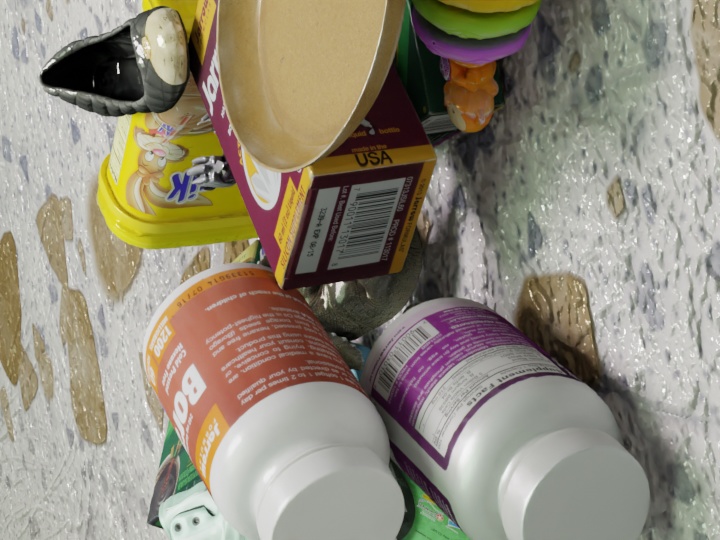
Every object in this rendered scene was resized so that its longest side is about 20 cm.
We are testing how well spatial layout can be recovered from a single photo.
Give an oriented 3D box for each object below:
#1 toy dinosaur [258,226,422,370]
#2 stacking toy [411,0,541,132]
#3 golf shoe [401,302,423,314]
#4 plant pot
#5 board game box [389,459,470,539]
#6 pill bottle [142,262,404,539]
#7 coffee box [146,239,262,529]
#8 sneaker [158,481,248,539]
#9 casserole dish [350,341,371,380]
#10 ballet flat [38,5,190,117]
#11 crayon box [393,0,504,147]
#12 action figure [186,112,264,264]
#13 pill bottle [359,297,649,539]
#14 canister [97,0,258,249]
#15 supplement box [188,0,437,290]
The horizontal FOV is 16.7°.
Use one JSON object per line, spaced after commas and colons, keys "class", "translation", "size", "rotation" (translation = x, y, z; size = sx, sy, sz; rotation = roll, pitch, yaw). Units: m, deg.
{"class": "toy dinosaur", "translation": [0.000, 0.000, 1.621], "size": [0.200, 0.077, 0.102], "rotation": [-47, 73, 20]}
{"class": "stacking toy", "translation": [0.067, -0.162, 1.407], "size": [0.116, 0.109, 0.201], "rotation": [-122, 28, -43]}
{"class": "golf shoe", "translation": [0.043, 0.116, 1.624], "size": [0.097, 0.078, 0.201], "rotation": [-100, 16, -63]}
{"class": "plant pot", "translation": [-0.025, -0.155, 1.395], "size": [0.200, 0.027, 0.202], "rotation": [-14, 74, 57]}
{"class": "board game box", "translation": [0.022, 0.161, 1.572], "size": [0.199, 0.023, 0.105], "rotation": [31, 123, 19]}
{"class": "pill bottle", "translation": [-0.050, 0.092, 1.470], "size": [0.200, 0.111, 0.113], "rotation": [-125, 35, -49]}
{"class": "coffee box", "translation": [-0.103, 0.089, 1.837], "size": [0.123, 0.044, 0.201], "rotation": [-39, 35, 56]}
{"class": "sneaker", "translation": [-0.089, 0.134, 1.699], "size": [0.074, 0.117, 0.202], "rotation": [-8, -86, -75]}
{"class": "casserole dish", "translation": [-0.003, 0.134, 1.751], "size": [0.121, 0.039, 0.202], "rotation": [-164, 66, -65]}
{"class": "ballet flat", "translation": [-0.161, -0.134, 1.644], "size": [0.200, 0.056, 0.067], "rotation": [166, 99, -64]}
{"class": "crayon box", "translation": [0.014, -0.163, 1.579], "size": [0.200, 0.058, 0.174], "rotation": [153, 106, -66]}
{"class": "action figure", "translation": [-0.053, -0.063, 1.697], "size": [0.069, 0.129, 0.201], "rotation": [-145, 39, -63]}
{"class": "pill bottle", "translation": [0.086, 0.100, 1.438], "size": [0.200, 0.112, 0.113], "rotation": [-138, 45, -57]}
{"class": "canister", "translation": [-0.102, -0.119, 1.758], "size": [0.201, 0.148, 0.087], "rotation": [107, 146, -43]}
{"class": "supplement box", "translation": [-0.034, -0.102, 1.527], "size": [0.111, 0.085, 0.201], "rotation": [108, 146, -48]}
